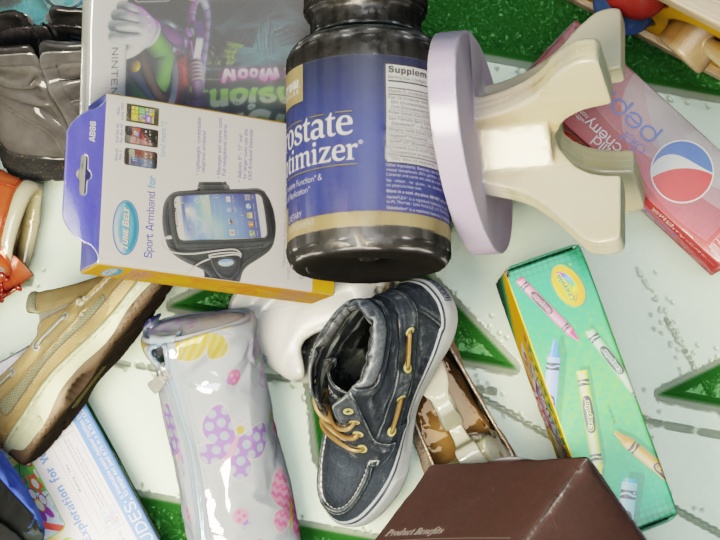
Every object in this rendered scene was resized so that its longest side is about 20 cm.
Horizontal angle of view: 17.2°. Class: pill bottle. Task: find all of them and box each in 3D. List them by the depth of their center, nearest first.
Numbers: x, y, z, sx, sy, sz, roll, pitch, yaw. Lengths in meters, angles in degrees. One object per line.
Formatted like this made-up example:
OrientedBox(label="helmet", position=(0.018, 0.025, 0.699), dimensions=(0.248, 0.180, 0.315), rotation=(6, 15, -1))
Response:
OrientedBox(label="pill bottle", position=(0.005, -0.099, 1.605), dimensions=(0.111, 0.112, 0.201), rotation=(-1, 77, 0))

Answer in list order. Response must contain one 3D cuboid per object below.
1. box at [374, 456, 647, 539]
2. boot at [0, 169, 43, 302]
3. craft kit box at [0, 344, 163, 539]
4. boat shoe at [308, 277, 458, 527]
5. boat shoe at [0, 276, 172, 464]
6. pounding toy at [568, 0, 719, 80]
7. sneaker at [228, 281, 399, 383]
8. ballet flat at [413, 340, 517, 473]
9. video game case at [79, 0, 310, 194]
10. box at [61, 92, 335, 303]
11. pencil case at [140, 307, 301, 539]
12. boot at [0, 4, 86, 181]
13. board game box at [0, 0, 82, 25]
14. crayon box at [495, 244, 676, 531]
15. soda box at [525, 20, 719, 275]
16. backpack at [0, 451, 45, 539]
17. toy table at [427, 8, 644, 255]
OrientedBox(label="box", position=(0.089, 0.251, 1.580), dimensions=(0.164, 0.166, 0.200), rotation=(53, 58, -20))
OrientedBox(label="boot", position=(-0.292, 0.016, 1.695), dimensions=(0.107, 0.075, 0.201), rotation=(15, 85, 8))
OrientedBox(label="craft kit box", position=(-0.260, 0.180, 1.704), dimensions=(0.197, 0.049, 0.200), rotation=(-28, 86, -5))
OrientedBox(label="boat shoe", position=(-0.006, 0.096, 1.651), dimensions=(0.071, 0.091, 0.201), rotation=(36, 119, 32))
OrientedBox(label="boat shoe", position=(-0.200, 0.038, 1.653), dimensions=(0.076, 0.072, 0.200), rotation=(39, 93, 7))
OrientedBox(label="pounding toy", position=(0.244, -0.190, 1.660), dimensions=(0.200, 0.184, 0.143), rotation=(28, 86, 2))
OrientedBox(label="sneaker", position=(0.000, 0.000, 1.693), dimensions=(0.200, 0.074, 0.087), rotation=(-45, 62, 5))
OrientedBox(label="ballet flat", position=(0.066, 0.114, 1.696), dimensions=(0.068, 0.067, 0.200), rotation=(-29, 86, -3))
OrientedBox(label="video game case", position=(-0.099, -0.119, 1.661), dimensions=(0.199, 0.023, 0.183), rotation=(-4, 110, -24))
OrientedBox(label="box", position=(-0.112, -0.049, 1.618), dimensions=(0.199, 0.041, 0.120), rotation=(8, 75, -24))
OrientedBox(label="pencil case", position=(-0.096, 0.125, 1.662), dimensions=(0.083, 0.091, 0.201), rotation=(-7, 104, 21))
OrientedBox(label="boot", position=(-0.169, -0.124, 1.677), dimensions=(0.199, 0.132, 0.070), rotation=(-3, 47, -2))
OrientedBox(label="board game box", position=(-0.168, -0.195, 1.739), dimensions=(0.199, 0.028, 0.136), rotation=(3, 86, 0))
OrientedBox(label="crayon box", position=(0.157, 0.088, 1.672), dimensions=(0.058, 0.119, 0.201), rotation=(-19, 86, -1))
OrientedBox(label="soda box", position=(0.204, -0.087, 1.709), dimensions=(0.200, 0.070, 0.063), rotation=(43, 87, 4))
OrientedBox(label="backpack", position=(-0.314, 0.149, 1.608), dimensions=(0.162, 0.168, 0.200), rotation=(-40, 119, 1))
OrientedBox(label="toy table", position=(0.121, -0.090, 1.606), dimensions=(0.117, 0.200, 0.185), rotation=(-4, 71, 14))
